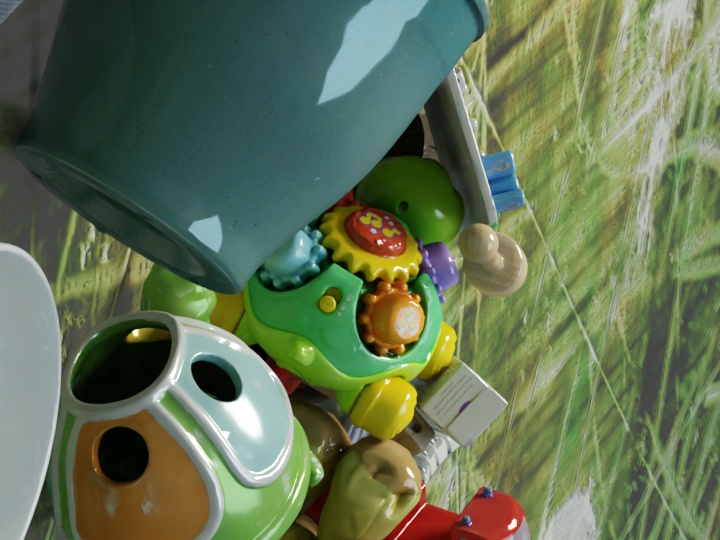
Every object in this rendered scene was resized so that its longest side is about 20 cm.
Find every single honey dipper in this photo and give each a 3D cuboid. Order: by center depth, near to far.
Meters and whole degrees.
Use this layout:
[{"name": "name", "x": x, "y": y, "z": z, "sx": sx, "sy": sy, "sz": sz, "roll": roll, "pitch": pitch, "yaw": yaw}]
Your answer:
[{"name": "honey dipper", "x": 0.073, "y": -0.010, "z": 1.749, "sx": 0.200, "sy": 0.038, "sz": 0.038, "roll": 37, "pitch": 67, "yaw": -81}]

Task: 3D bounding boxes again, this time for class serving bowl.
[{"name": "serving bowl", "x": -0.209, "y": 0.078, "z": 1.366, "sx": 0.200, "sy": 0.066, "sz": 0.200, "roll": 13, "pitch": 90, "yaw": -71}]

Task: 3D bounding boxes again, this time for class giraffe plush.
[{"name": "giraffe plush", "x": -0.050, "y": 0.191, "z": 1.798, "sx": 0.162, "sy": 0.172, "sz": 0.200, "roll": 76, "pitch": 37, "yaw": -72}]

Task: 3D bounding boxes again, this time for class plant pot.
[{"name": "plant pot", "x": -0.069, "y": -0.099, "z": 1.493, "sx": 0.188, "sy": 0.200, "sz": 0.200, "roll": -57, "pitch": 158, "yaw": -10}]

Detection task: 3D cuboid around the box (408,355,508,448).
[{"name": "box", "x": 0.052, "y": 0.074, "z": 1.877, "sx": 0.041, "sy": 0.039, "sz": 0.200, "roll": -48, "pitch": -173, "yaw": -2}]

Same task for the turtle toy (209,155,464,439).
[{"name": "turtle toy", "x": 0.000, "y": 0.000, "z": 1.779, "sx": 0.101, "sy": 0.146, "sz": 0.200, "roll": -62, "pitch": 175, "yaw": 34}]

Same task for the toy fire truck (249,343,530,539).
[{"name": "toy fire truck", "x": 0.011, "y": 0.119, "z": 1.829, "sx": 0.049, "sy": 0.200, "sz": 0.141, "roll": -48, "pitch": 147, "yaw": -44}]

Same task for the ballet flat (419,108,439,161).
[{"name": "ballet flat", "x": 0.028, "y": -0.084, "z": 2.009, "sx": 0.200, "sy": 0.046, "sz": 0.067, "roll": -14, "pitch": 85, "yaw": -76}]

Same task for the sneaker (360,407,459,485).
[{"name": "sneaker", "x": 0.016, "y": 0.145, "z": 2.086, "sx": 0.200, "sy": 0.075, "sz": 0.116, "roll": -51, "pitch": 170, "yaw": -53}]

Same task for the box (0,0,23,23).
[{"name": "box", "x": -0.163, "y": -0.202, "z": 1.335, "sx": 0.200, "sy": 0.051, "sz": 0.158, "roll": -54, "pitch": 152, "yaw": -51}]

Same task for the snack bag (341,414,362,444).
[{"name": "snack bag", "x": 0.011, "y": 0.053, "z": 1.968, "sx": 0.189, "sy": 0.021, "sz": 0.200, "roll": -69, "pitch": -178, "yaw": -73}]

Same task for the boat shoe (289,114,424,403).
[{"name": "boat shoe", "x": -0.009, "y": -0.015, "z": 1.903, "sx": 0.068, "sy": 0.072, "sz": 0.200, "roll": -20, "pitch": 128, "yaw": -78}]

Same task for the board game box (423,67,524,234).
[{"name": "board game box", "x": 0.054, "y": -0.121, "z": 1.829, "sx": 0.200, "sy": 0.026, "sz": 0.200, "roll": 128, "pitch": -55, "yaw": -86}]

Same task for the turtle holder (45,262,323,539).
[{"name": "turtle holder", "x": -0.094, "y": 0.082, "z": 1.601, "sx": 0.186, "sy": 0.141, "sz": 0.132, "roll": -53, "pitch": 134, "yaw": -34}]
